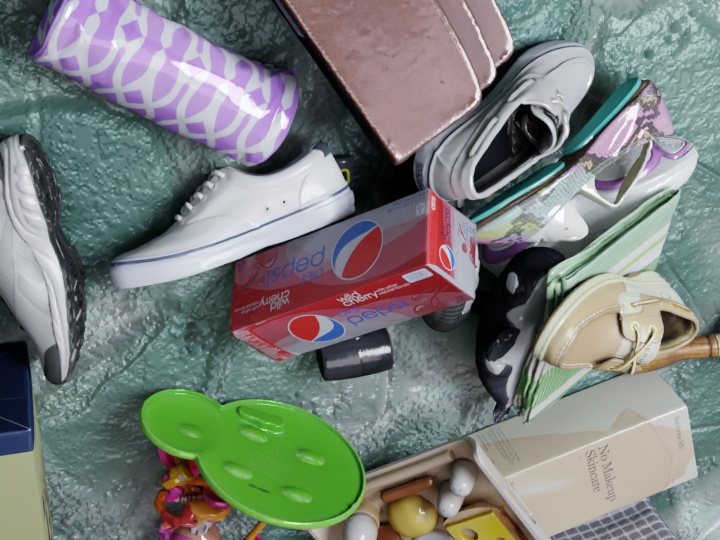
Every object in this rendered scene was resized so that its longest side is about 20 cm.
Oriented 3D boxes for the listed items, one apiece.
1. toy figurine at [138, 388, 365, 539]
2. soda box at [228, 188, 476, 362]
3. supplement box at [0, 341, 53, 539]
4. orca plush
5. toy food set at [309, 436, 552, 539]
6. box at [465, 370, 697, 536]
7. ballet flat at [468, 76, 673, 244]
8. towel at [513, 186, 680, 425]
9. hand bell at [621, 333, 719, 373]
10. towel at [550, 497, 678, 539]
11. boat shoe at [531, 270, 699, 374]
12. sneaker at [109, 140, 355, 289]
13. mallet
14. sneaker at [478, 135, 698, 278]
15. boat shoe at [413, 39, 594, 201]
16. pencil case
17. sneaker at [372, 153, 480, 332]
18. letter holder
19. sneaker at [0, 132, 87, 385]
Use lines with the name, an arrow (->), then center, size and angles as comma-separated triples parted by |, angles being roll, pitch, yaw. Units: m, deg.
toy figurine -> -0.119, 0.219, 1.062 | 0.200, 0.150, 0.184 | 22, 120, -2
soda box -> -0.009, 0.007, 0.944 | 0.200, 0.070, 0.063 | -20, 143, 34
supplement box -> -0.348, 0.185, 0.958 | 0.200, 0.134, 0.200 | -6, 117, -14
orca plush -> 0.124, 0.041, 1.045 | 0.105, 0.071, 0.200 | -40, 153, -18
toy food set -> 0.065, 0.240, 1.098 | 0.200, 0.060, 0.144 | -26, 112, 33
box -> 0.205, 0.175, 1.149 | 0.200, 0.078, 0.095 | -22, 120, -5
ballet flat -> 0.172, -0.069, 0.969 | 0.200, 0.069, 0.071 | -40, 98, -9
towel -> 0.195, 0.033, 1.035 | 0.152, 0.023, 0.200 | -33, 149, -27
hand bell -> 0.320, 0.073, 1.141 | 0.200, 0.104, 0.104 | -9, 119, 2
towel -> 0.204, 0.278, 1.153 | 0.200, 0.166, 0.086 | -23, 115, -4
boat shoe -> 0.210, 0.045, 0.974 | 0.200, 0.066, 0.074 | -14, 137, -48
sneaker -> -0.107, -0.044, 0.962 | 0.200, 0.073, 0.071 | -21, 97, -6
mallet -> 0.000, 0.000, 1.027 | 0.066, 0.041, 0.200 | -2, 113, -14
sneaker -> 0.201, -0.044, 1.050 | 0.200, 0.075, 0.100 | -32, 127, 11
boat shoe -> 0.128, -0.116, 0.945 | 0.200, 0.066, 0.072 | -34, 125, -32
pencil case -> -0.136, -0.149, 0.885 | 0.200, 0.084, 0.086 | 25, 72, -28
sneaker -> 0.048, -0.037, 0.990 | 0.090, 0.066, 0.200 | -19, 119, -36
letter holder -> 0.019, -0.200, 0.863 | 0.142, 0.101, 0.200 | -35, 103, 1
sneaker -> -0.258, -0.004, 0.933 | 0.079, 0.074, 0.200 | -11, 113, 0
